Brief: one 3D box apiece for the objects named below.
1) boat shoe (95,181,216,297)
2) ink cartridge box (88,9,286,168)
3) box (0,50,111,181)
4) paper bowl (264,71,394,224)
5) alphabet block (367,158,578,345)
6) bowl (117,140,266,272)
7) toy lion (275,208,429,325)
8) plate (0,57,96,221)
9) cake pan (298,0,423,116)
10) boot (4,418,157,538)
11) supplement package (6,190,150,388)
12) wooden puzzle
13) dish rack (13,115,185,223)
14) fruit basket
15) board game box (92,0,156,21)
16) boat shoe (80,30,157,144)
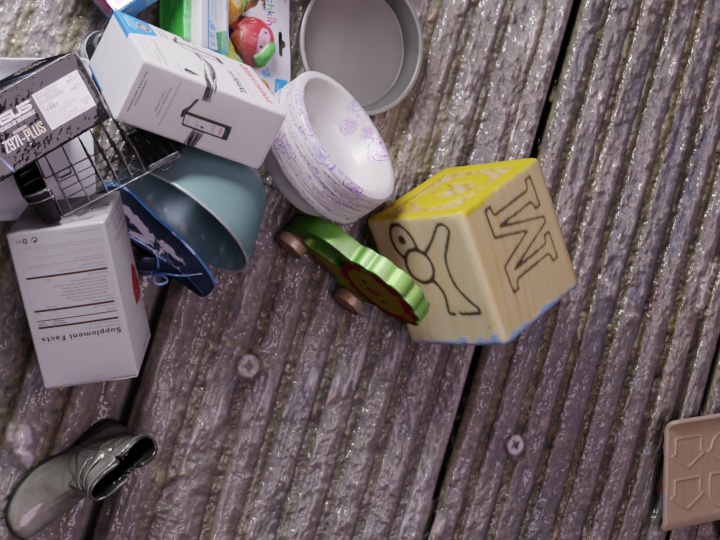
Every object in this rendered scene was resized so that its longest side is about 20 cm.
[{"bbox_3d":[-0.275,-0.028,1.554,0.200,0.084,0.069,43,69,-19],"label":"boat shoe"},{"bbox_3d":[-0.207,-0.215,1.439,0.199,0.146,0.085,16,114,-36],"label":"ink cartridge box"},{"bbox_3d":[-0.411,-0.165,1.381,0.199,0.163,0.087,-35,110,-21],"label":"box"},{"bbox_3d":[-0.053,-0.155,1.603,0.200,0.104,0.202,39,33,-32],"label":"paper bowl"},{"bbox_3d":[0.161,-0.026,1.716,0.196,0.194,0.201,-35,112,-39],"label":"alphabet block"},{"bbox_3d":[-0.198,-0.100,1.528,0.201,0.200,0.105,44,68,-25],"label":"bowl"},{"bbox_3d":[0.000,0.000,1.646,0.200,0.191,0.069,45,74,-24],"label":"toy lion"},{"bbox_3d":[-0.428,-0.162,1.483,0.198,0.032,0.202,-5,97,-30],"label":"plate"},{"bbox_3d":[-0.003,-0.320,1.703,0.199,0.037,0.202,-3,96,-29],"label":"cake pan"},{"bbox_3d":[-0.353,0.265,1.507,0.200,0.130,0.068,-43,112,-19],"label":"boot"},{"bbox_3d":[-0.337,0.022,1.461,0.119,0.121,0.202,-8,112,1],"label":"supplement package"},{"bbox_3d":[0.590,0.344,2.094,0.184,0.046,0.202,-3,101,-29],"label":"wooden puzzle"},{"bbox_3d":[-0.310,-0.133,1.434,0.199,0.153,0.055,-28,122,-10],"label":"dish rack"},{"bbox_3d":[-0.166,-0.314,1.581,0.199,0.093,0.187,2,88,-37],"label":"fruit basket"},{"bbox_3d":[-0.304,-0.419,1.476,0.153,0.040,0.200,-39,85,-20],"label":"board game box"},{"bbox_3d":[-0.276,-0.225,1.541,0.074,0.068,0.200,-41,112,-19],"label":"boat shoe"}]
